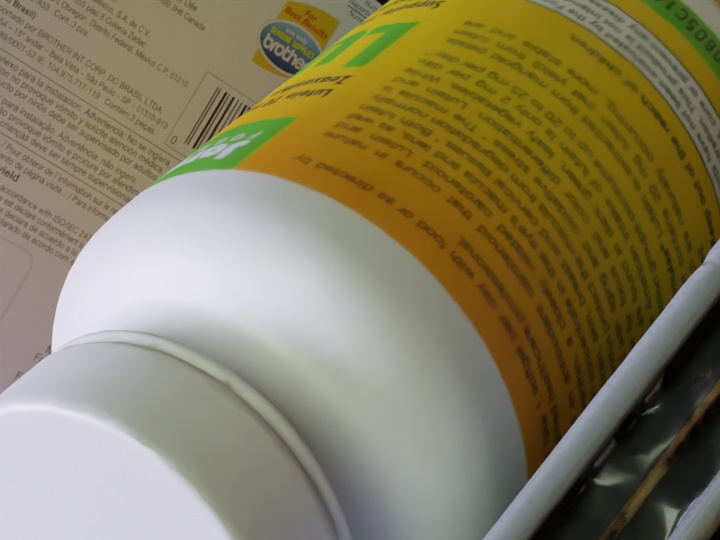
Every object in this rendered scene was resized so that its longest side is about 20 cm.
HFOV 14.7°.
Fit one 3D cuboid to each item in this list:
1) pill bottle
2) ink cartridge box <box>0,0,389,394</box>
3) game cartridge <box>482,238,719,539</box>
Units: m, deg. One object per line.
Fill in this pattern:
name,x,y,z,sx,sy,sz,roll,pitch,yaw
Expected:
pill bottle,0.004,0.013,0.604,0.111,0.200,0.111,20,129,26
ink cartridge box,-0.065,-0.054,0.692,0.200,0.136,0.076,-58,37,0
game cartridge,0.042,0.074,0.569,0.041,0.133,0.200,34,71,17
